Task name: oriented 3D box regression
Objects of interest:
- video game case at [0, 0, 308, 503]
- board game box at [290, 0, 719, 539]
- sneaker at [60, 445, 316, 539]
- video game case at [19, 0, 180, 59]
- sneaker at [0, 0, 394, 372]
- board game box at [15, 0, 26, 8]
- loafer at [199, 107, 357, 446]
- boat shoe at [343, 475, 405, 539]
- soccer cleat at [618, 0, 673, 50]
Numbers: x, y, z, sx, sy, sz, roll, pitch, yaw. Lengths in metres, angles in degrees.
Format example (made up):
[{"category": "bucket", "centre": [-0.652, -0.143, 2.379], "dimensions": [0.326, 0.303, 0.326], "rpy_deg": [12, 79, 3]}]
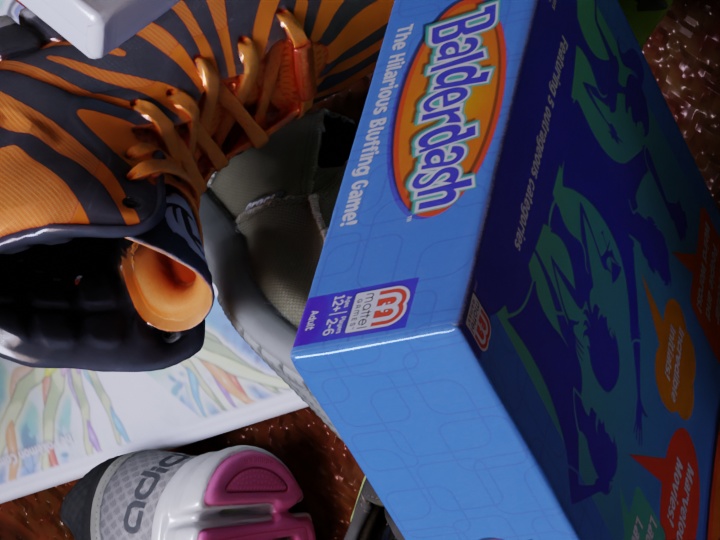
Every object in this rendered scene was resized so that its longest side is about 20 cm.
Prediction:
[{"category": "video game case", "centre": [-0.113, -0.020, 0.978], "dimensions": [0.200, 0.022, 0.183], "rpy_deg": [-20, 97, 42]}, {"category": "board game box", "centre": [0.058, 0.032, 0.726], "dimensions": [0.045, 0.152, 0.200], "rpy_deg": [-10, 132, 25]}, {"category": "sneaker", "centre": [-0.055, 0.144, 0.975], "dimensions": [0.087, 0.074, 0.201], "rpy_deg": [14, 120, 42]}, {"category": "video game case", "centre": [-0.046, -0.150, 0.749], "dimensions": [0.143, 0.200, 0.018], "rpy_deg": [39, 149, 19]}, {"category": "sneaker", "centre": [-0.043, -0.032, 0.780], "dimensions": [0.112, 0.200, 0.078], "rpy_deg": [53, 165, 44]}, {"category": "board game box", "centre": [-0.116, -0.175, 0.855], "dimensions": [0.200, 0.105, 0.103], "rpy_deg": [35, 127, 21]}, {"category": "loafer", "centre": [0.000, 0.000, 0.813], "dimensions": [0.075, 0.070, 0.200], "rpy_deg": [48, 180, -31]}, {"category": "boat shoe", "centre": [0.033, 0.076, 0.877], "dimensions": [0.072, 0.061, 0.202], "rpy_deg": [33, 127, 23]}, {"category": "soccer cleat", "centre": [0.083, -0.128, 0.727], "dimensions": [0.200, 0.067, 0.081], "rpy_deg": [130, 146, -48]}]
